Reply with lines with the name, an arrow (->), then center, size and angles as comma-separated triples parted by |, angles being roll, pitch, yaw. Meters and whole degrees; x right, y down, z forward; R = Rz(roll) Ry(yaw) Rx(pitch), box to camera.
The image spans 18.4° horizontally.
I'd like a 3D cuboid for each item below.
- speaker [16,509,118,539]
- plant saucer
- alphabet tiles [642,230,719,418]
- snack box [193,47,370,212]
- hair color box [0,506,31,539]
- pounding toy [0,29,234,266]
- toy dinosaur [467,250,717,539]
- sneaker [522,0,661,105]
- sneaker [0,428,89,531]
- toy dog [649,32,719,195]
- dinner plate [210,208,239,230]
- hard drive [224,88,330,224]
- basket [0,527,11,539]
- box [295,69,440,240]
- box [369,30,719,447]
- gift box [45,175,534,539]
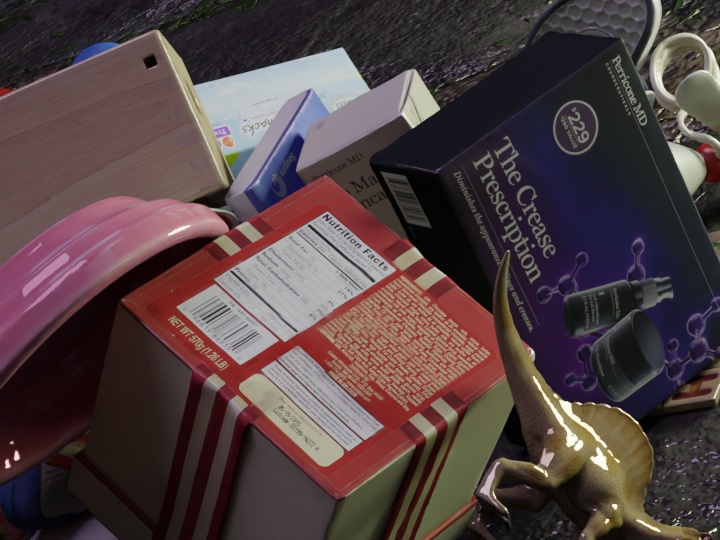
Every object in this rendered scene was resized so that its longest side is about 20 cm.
speaker -> -0.157, 0.180, 1.317 | 0.200, 0.081, 0.081 | -18, 24, 20
plant saucer -> -0.155, 0.032, 1.154 | 0.200, 0.051, 0.201 | -41, -13, -11
alphabet tiles -> 0.194, 0.030, 1.354 | 0.167, 0.008, 0.200 | -12, 26, 31
snack box -> -0.094, -0.055, 1.570 | 0.168, 0.068, 0.200 | -18, -28, -31
hair color box -> -0.224, 0.111, 1.357 | 0.111, 0.064, 0.200 | -6, 26, 39
pounding toy -> -0.188, -0.075, 1.380 | 0.184, 0.142, 0.200 | -24, -1, 0
toy dinosaur -> 0.098, 0.097, 1.108 | 0.101, 0.200, 0.058 | -40, 2, -23
sneaker -> 0.170, -0.145, 1.564 | 0.146, 0.077, 0.202 | -31, -17, -47
sneaker -> -0.122, 0.086, 1.304 | 0.088, 0.075, 0.200 | 23, 53, 39
toy dog -> 0.203, -0.072, 1.414 | 0.200, 0.132, 0.096 | -40, -4, -19
dinner plate -> -0.164, 0.007, 1.285 | 0.200, 0.024, 0.200 | -26, -10, -5
hard drive -> 0.000, 0.000, 1.373 | 0.025, 0.200, 0.132 | -25, 21, 29
basket -> -0.258, 0.213, 1.196 | 0.149, 0.200, 0.143 | -15, 28, 27
box -> 0.049, -0.014, 1.343 | 0.082, 0.200, 0.068 | -28, 22, 21
box -> 0.116, -0.014, 1.260 | 0.141, 0.200, 0.079 | -37, 24, -22
gift box -> -0.050, 0.090, 1.173 | 0.200, 0.187, 0.185 | -28, 61, -35
